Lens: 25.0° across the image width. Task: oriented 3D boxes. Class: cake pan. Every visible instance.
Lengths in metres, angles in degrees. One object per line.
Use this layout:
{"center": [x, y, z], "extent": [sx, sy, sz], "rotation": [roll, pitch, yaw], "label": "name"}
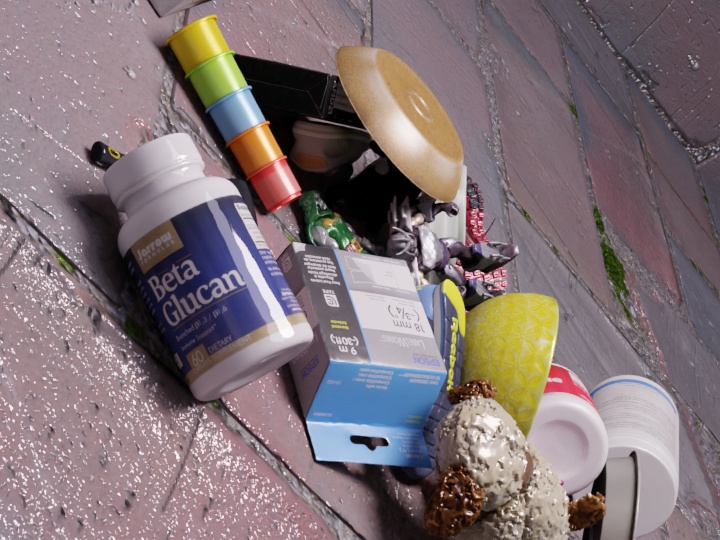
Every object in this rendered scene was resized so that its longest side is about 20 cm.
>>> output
{"center": [0.267, 0.292, 1.755], "extent": [0.200, 0.036, 0.202], "rotation": [10, 90, -87], "label": "cake pan"}

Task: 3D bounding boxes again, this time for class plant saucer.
{"center": [0.051, -0.164, 1.703], "extent": [0.200, 0.035, 0.201], "rotation": [44, 22, -24], "label": "plant saucer"}
{"center": [0.096, -0.067, 1.851], "extent": [0.200, 0.050, 0.202], "rotation": [1, 90, -85], "label": "plant saucer"}

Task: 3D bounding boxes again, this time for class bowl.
{"center": [0.124, 0.106, 1.696], "extent": [0.107, 0.201, 0.201], "rotation": [18, 29, -4], "label": "bowl"}

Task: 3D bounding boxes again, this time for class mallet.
{"center": [-0.162, -0.064, 1.444], "extent": [0.199, 0.041, 0.066], "rotation": [17, 47, -53], "label": "mallet"}

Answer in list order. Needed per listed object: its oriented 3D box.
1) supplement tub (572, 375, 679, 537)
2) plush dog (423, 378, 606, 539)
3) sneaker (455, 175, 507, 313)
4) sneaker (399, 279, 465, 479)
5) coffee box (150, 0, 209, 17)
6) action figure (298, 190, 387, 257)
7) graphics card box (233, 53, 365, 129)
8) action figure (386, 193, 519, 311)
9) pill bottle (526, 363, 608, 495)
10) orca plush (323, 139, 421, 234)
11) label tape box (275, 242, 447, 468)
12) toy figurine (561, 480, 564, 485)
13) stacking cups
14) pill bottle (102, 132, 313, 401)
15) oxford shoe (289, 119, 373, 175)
{"center": [0.330, 0.227, 2.012], "extent": [0.132, 0.131, 0.200], "rotation": [54, 21, -10], "label": "supplement tub"}
{"center": [0.125, 0.197, 1.502], "extent": [0.172, 0.159, 0.201], "rotation": [54, 31, -36], "label": "plush dog"}
{"center": [0.126, -0.017, 1.973], "extent": [0.080, 0.075, 0.202], "rotation": [2, 61, -16], "label": "sneaker"}
{"center": [0.053, 0.109, 1.615], "extent": [0.074, 0.081, 0.202], "rotation": [44, 49, -60], "label": "sneaker"}
{"center": [-0.156, -0.342, 1.720], "extent": [0.080, 0.113, 0.200], "rotation": [56, 20, -5], "label": "coffee box"}
{"center": [0.000, 0.000, 1.693], "extent": [0.201, 0.055, 0.118], "rotation": [52, 24, -7], "label": "action figure"}
{"center": [-0.047, -0.188, 1.746], "extent": [0.200, 0.124, 0.051], "rotation": [0, 104, -65], "label": "graphics card box"}
{"center": [0.090, -0.014, 1.723], "extent": [0.199, 0.069, 0.132], "rotation": [19, 69, -52], "label": "action figure"}
{"center": [0.209, 0.169, 1.815], "extent": [0.113, 0.112, 0.200], "rotation": [54, 7, -10], "label": "pill bottle"}
{"center": [0.033, -0.094, 1.797], "extent": [0.200, 0.070, 0.106], "rotation": [19, 81, -65], "label": "orca plush"}
{"center": [0.003, 0.079, 1.515], "extent": [0.143, 0.063, 0.201], "rotation": [9, 49, -38], "label": "label tape box"}
{"center": [0.196, 0.297, 1.651], "extent": [0.185, 0.149, 0.201], "rotation": [-113, -179, -45], "label": "toy figurine"}
{"center": [-0.123, -0.154, 1.624], "extent": [0.201, 0.060, 0.060], "rotation": [62, 21, -3], "label": "stacking cups"}
{"center": [-0.130, -0.006, 1.320], "extent": [0.201, 0.111, 0.111], "rotation": [61, 21, 9], "label": "pill bottle"}
{"center": [-0.035, -0.135, 1.796], "extent": [0.200, 0.074, 0.058], "rotation": [-20, 118, -76], "label": "oxford shoe"}
